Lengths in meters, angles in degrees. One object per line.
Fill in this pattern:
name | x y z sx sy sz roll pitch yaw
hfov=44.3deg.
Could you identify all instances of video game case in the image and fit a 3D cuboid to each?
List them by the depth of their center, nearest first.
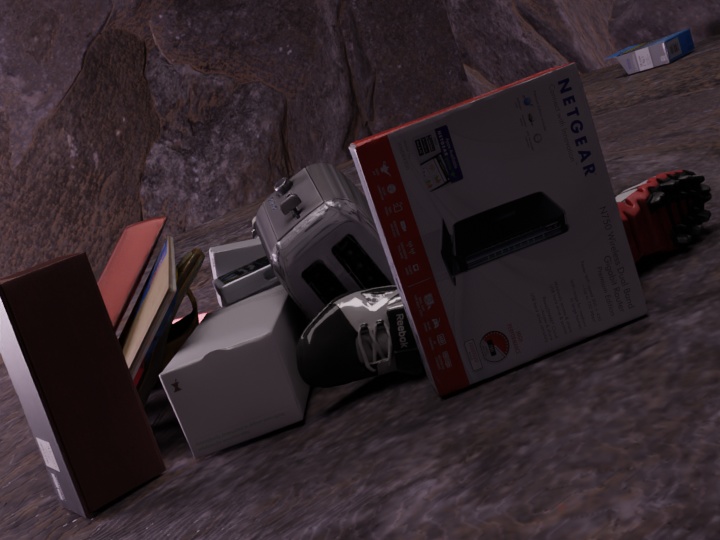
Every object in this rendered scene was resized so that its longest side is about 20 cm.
video game case | -0.080 -0.013 1.009 0.179 0.024 0.200 -25 7 -10

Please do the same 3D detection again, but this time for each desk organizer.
desk organizer | -0.240 0.092 0.736 0.076 0.203 0.071 -24 11 -35

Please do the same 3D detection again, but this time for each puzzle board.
puzzle board | -0.222 0.078 0.859 0.202 0.017 0.151 -61 20 12

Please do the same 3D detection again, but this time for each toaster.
toaster | -0.014 0.000 0.852 0.113 0.201 0.129 -36 21 5

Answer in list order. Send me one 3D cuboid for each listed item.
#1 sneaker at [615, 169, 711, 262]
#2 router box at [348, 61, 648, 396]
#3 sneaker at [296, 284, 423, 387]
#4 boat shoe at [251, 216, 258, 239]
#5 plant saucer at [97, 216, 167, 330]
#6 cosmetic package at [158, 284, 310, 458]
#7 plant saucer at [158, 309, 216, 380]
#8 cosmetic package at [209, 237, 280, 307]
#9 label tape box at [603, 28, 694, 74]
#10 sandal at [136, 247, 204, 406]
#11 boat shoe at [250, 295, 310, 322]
sneaker | 0.235 -0.038 0.808 0.198 0.072 0.097 -28 15 -27
router box | 0.106 -0.032 0.680 0.177 0.203 0.049 -21 10 -3
sneaker | 0.041 0.047 0.751 0.197 0.075 0.088 -22 14 -24
boat shoe | -0.125 -0.083 1.763 0.196 0.072 0.069 -11 49 15
plant saucer | -0.280 0.053 0.958 0.200 0.036 0.203 -43 23 61
cosmetic package | -0.105 0.084 0.825 0.106 0.086 0.200 -19 12 6
plant saucer | -0.286 0.115 1.145 0.197 0.037 0.199 -12 14 37
cosmetic package | -0.097 -0.008 1.165 0.196 0.083 0.113 -13 7 -9
label tape box | 0.803 -0.601 2.462 0.143 0.064 0.198 -29 14 -35
sandal | -0.196 0.075 0.900 0.053 0.203 0.080 20 -2 -21
boat shoe | -0.108 0.062 0.967 0.197 0.073 0.072 -20 11 6
